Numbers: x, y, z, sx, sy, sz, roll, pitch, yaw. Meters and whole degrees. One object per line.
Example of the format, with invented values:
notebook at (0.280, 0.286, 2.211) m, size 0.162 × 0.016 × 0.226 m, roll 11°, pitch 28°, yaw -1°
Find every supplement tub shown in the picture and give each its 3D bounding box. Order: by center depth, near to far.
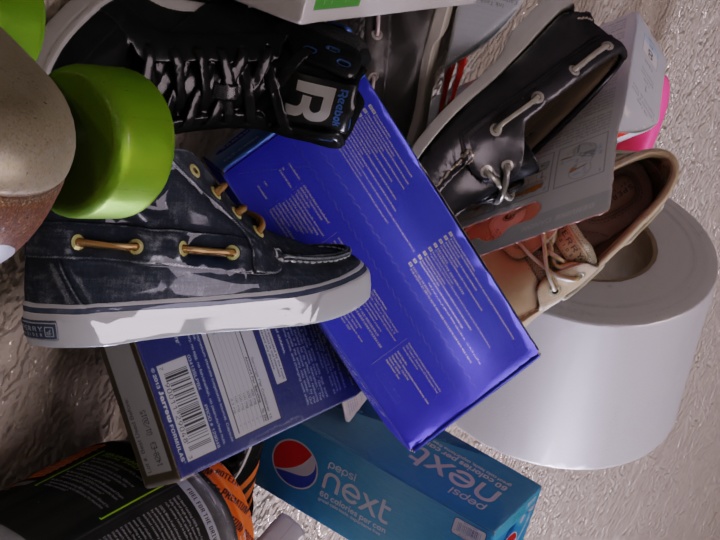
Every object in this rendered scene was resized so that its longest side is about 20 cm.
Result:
supplement tub at (-0.146, 0.161, 0.950) m, size 0.200 × 0.122 × 0.123 m, roll -24°, pitch 135°, yaw -58°

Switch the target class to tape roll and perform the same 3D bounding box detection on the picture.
tape roll at (0.155, 0.031, 1.386) m, size 0.203 × 0.202 × 0.140 m, roll -39°, pitch 148°, yaw -46°

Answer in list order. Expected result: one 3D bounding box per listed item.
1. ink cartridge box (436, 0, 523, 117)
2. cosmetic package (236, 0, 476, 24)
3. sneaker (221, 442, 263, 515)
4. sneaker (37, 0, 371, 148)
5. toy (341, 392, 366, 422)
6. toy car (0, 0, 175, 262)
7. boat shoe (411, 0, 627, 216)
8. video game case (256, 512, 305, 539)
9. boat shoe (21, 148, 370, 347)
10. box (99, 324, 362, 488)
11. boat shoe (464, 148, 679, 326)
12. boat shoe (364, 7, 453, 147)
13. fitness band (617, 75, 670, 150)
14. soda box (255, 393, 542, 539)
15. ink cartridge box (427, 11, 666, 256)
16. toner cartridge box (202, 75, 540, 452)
ink cartridge box at (0.090, -0.181, 1.140) m, size 0.162 × 0.050 × 0.201 m, roll -70°, pitch 169°, yaw -57°
cosmetic package at (-0.003, -0.192, 0.942) m, size 0.200 × 0.085 × 0.108 m, roll -21°, pitch 129°, yaw -59°
sneaker at (-0.093, 0.121, 1.108) m, size 0.090 × 0.070 × 0.201 m, roll -34°, pitch 148°, yaw -61°
sneaker at (-0.062, -0.093, 0.877) m, size 0.200 × 0.111 × 0.073 m, roll -30°, pitch 137°, yaw -56°
toy at (0.000, 0.000, 1.189) m, size 0.200 × 0.047 × 0.116 m, roll -47°, pitch 129°, yaw -56°
toy car at (-0.193, -0.010, 0.647) m, size 0.164 × 0.158 × 0.201 m, roll -2°, pitch 128°, yaw -52°
boat shoe at (0.082, -0.076, 1.085) m, size 0.200 × 0.060 × 0.074 m, roll -49°, pitch 165°, yaw -22°
video game case at (-0.112, 0.234, 1.119) m, size 0.200 × 0.023 × 0.182 m, roll -49°, pitch 176°, yaw -14°
boat shoe at (-0.074, -0.018, 0.906) m, size 0.200 × 0.071 × 0.091 m, roll -7°, pitch 99°, yaw -41°
box at (-0.065, 0.032, 1.009) m, size 0.200 × 0.032 × 0.122 m, roll -20°, pitch 91°, yaw -54°
boat shoe at (0.116, -0.015, 1.146) m, size 0.200 × 0.072 × 0.065 m, roll -35°, pitch -176°, yaw -21°
boat shoe at (0.014, -0.106, 1.098) m, size 0.067 × 0.057 × 0.201 m, roll -60°, pitch 165°, yaw -71°
fitness band at (0.207, -0.090, 1.592) m, size 0.200 × 0.037 × 0.144 m, roll -52°, pitch 156°, yaw -25°
soda box at (0.006, 0.122, 1.142) m, size 0.068 × 0.199 × 0.064 m, roll -32°, pitch 145°, yaw -52°
ink cartridge box at (0.105, -0.064, 1.155) m, size 0.047 × 0.160 × 0.200 m, roll 52°, pitch 34°, yaw -30°
toner cartridge box at (0.008, -0.007, 1.017) m, size 0.095 × 0.043 × 0.200 m, roll -36°, pitch 112°, yaw -8°
